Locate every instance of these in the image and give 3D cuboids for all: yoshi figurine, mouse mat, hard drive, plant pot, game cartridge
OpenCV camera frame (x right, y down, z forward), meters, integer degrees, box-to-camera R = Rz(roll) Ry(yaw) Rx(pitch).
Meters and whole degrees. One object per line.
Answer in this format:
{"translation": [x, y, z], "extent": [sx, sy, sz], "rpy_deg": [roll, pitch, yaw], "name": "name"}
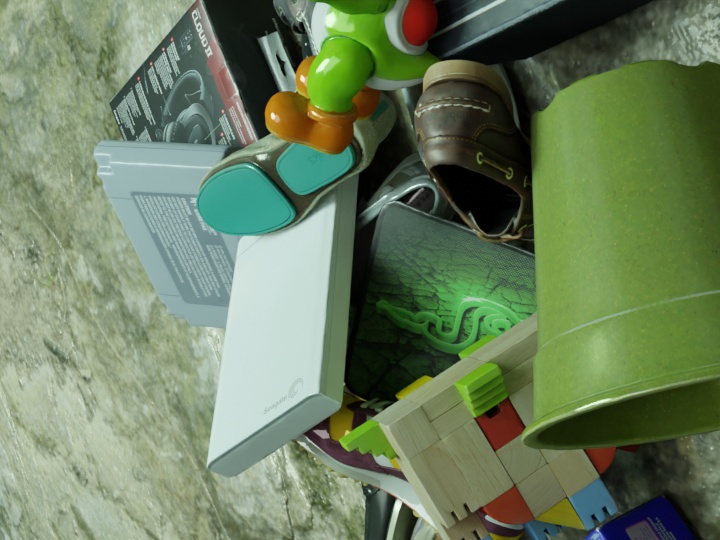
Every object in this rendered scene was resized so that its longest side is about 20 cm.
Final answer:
{"translation": [-0.009, -0.176, 0.905], "extent": [0.113, 0.112, 0.200], "rpy_deg": [55, 136, 35], "name": "yoshi figurine"}
{"translation": [0.087, 0.053, 1.052], "extent": [0.200, 0.008, 0.161], "rpy_deg": [21, 119, 17], "name": "mouse mat"}
{"translation": [-0.054, 0.033, 1.084], "extent": [0.132, 0.027, 0.200], "rpy_deg": [-36, 38, 40], "name": "hard drive"}
{"translation": [0.173, -0.011, 0.875], "extent": [0.200, 0.200, 0.191], "rpy_deg": [-30, 64, 50], "name": "plant pot"}
{"translation": [-0.121, -0.026, 1.228], "extent": [0.133, 0.041, 0.200], "rpy_deg": [8, 142, 24], "name": "game cartridge"}

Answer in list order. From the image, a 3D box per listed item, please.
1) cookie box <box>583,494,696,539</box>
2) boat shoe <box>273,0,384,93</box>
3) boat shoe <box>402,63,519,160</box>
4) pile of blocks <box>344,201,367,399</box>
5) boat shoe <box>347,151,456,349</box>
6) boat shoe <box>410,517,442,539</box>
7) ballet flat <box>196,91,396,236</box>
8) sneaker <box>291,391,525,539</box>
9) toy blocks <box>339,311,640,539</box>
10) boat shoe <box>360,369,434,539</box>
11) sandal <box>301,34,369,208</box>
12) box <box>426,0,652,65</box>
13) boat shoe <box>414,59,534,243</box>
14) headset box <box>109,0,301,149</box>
{"translation": [0.175, 0.277, 1.018], "extent": [0.171, 0.075, 0.200], "rpy_deg": [57, 138, 23], "name": "cookie box"}
{"translation": [-0.030, -0.199, 1.107], "extent": [0.065, 0.072, 0.201], "rpy_deg": [-23, 67, 25], "name": "boat shoe"}
{"translation": [0.047, -0.159, 1.048], "extent": [0.074, 0.065, 0.203], "rpy_deg": [-24, 80, 50], "name": "boat shoe"}
{"translation": [-0.007, 0.050, 1.187], "extent": [0.082, 0.062, 0.201], "rpy_deg": [-2, 99, 51], "name": "pile of blocks"}
{"translation": [0.002, 0.000, 1.113], "extent": [0.074, 0.065, 0.202], "rpy_deg": [41, 113, -1], "name": "boat shoe"}
{"translation": [0.064, 0.255, 1.150], "extent": [0.072, 0.076, 0.200], "rpy_deg": [38, 129, 35], "name": "boat shoe"}
{"translation": [-0.043, -0.074, 1.085], "extent": [0.200, 0.062, 0.068], "rpy_deg": [-20, 110, 50], "name": "ballet flat"}
{"translation": [0.039, 0.112, 1.063], "extent": [0.200, 0.075, 0.090], "rpy_deg": [30, 112, 8], "name": "sneaker"}
{"translation": [0.108, 0.114, 0.981], "extent": [0.137, 0.200, 0.100], "rpy_deg": [59, 171, -6], "name": "toy blocks"}
{"translation": [0.029, 0.137, 1.150], "extent": [0.063, 0.074, 0.202], "rpy_deg": [16, 107, 27], "name": "boat shoe"}
{"translation": [-0.009, -0.127, 1.162], "extent": [0.075, 0.048, 0.201], "rpy_deg": [-1, 86, 49], "name": "sandal"}
{"translation": [0.098, -0.242, 0.928], "extent": [0.200, 0.123, 0.199], "rpy_deg": [-18, 86, 53], "name": "box"}
{"translation": [0.081, -0.053, 0.952], "extent": [0.070, 0.200, 0.071], "rpy_deg": [-8, 66, 24], "name": "boat shoe"}
{"translation": [-0.112, -0.124, 1.257], "extent": [0.200, 0.077, 0.149], "rpy_deg": [-37, 72, 48], "name": "headset box"}
